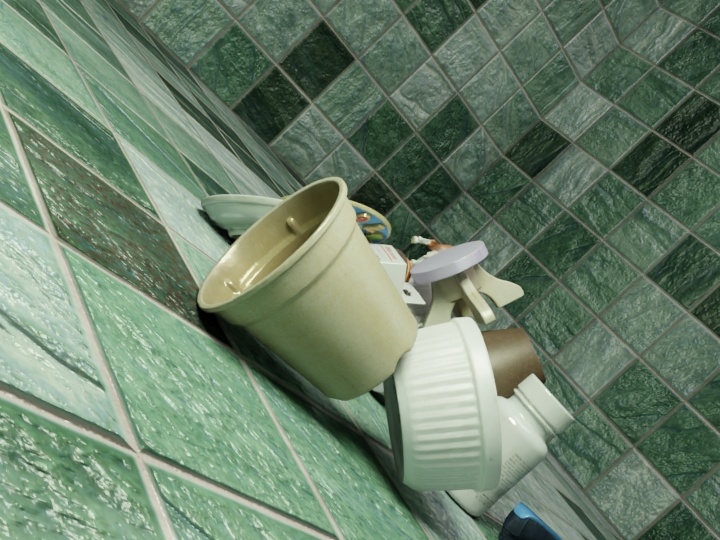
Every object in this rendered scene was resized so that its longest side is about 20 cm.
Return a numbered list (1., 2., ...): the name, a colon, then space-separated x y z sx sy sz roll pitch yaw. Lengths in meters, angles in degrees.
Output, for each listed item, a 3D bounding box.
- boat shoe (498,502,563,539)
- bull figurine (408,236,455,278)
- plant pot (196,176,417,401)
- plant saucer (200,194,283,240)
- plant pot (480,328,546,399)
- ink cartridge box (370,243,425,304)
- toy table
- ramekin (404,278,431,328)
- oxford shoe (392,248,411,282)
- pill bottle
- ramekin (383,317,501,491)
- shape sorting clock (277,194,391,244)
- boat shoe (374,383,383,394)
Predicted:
1. boat shoe: 0.261 0.408 1.284 0.200 0.069 0.084 45 -4 -27
2. bull figurine: 0.111 0.010 1.678 0.121 0.200 0.065 16 47 -28
3. plant pot: -0.042 0.033 0.950 0.184 0.200 0.201 50 3 -21
4. plant saucer: -0.143 -0.068 1.323 0.199 0.050 0.200 6 -8 1
5. plant pot: 0.183 0.174 1.385 0.187 0.199 0.188 -23 90 -89
6. ink cartridge box: 0.000 0.000 1.376 0.199 0.067 0.116 4 16 -12
7. toy table: 0.166 0.028 1.449 0.200 0.183 0.117 -70 135 -84
8. ramekin: 0.103 0.106 1.597 0.200 0.105 0.201 -12 90 -84
9. oxford shoe: 0.032 0.057 1.481 0.071 0.201 0.073 9 -16 17
10. pill bottle: 0.204 0.248 1.263 0.114 0.200 0.114 47 5 -5
11. ramekin: 0.089 0.161 1.020 0.200 0.105 0.201 173 -90 -86
12. shape sorting clock: -0.049 -0.077 1.425 0.199 0.039 0.200 12 -15 3
13. boat shoe: 0.017 0.133 1.385 0.066 0.072 0.200 38 2 -41
